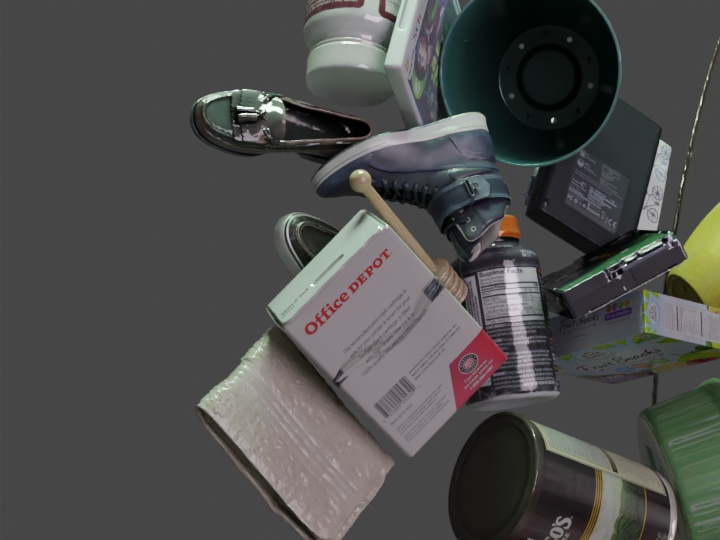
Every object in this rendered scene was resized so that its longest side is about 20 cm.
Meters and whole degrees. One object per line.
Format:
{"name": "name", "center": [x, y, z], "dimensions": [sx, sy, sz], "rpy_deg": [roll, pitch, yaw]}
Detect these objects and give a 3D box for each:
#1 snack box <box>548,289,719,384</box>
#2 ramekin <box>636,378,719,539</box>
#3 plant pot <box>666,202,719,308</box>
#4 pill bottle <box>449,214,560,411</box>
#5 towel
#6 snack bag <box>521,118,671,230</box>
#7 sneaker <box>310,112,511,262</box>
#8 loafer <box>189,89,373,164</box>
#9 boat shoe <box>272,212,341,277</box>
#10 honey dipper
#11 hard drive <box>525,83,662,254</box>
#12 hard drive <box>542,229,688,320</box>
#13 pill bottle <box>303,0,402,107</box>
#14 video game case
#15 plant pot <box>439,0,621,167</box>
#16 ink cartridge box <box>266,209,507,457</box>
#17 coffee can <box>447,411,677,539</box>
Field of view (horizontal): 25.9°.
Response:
{"name": "snack box", "center": [0.294, 0.076, 1.726], "dimensions": [0.141, 0.199, 0.054], "rpy_deg": [14, 69, -31]}
{"name": "ramekin", "center": [0.380, 0.230, 1.746], "dimensions": [0.096, 0.200, 0.203], "rpy_deg": [-16, 84, -1]}
{"name": "plant pot", "center": [0.454, 0.016, 1.885], "dimensions": [0.141, 0.200, 0.202], "rpy_deg": [-28, 93, -11]}
{"name": "pill bottle", "center": [0.151, 0.044, 1.694], "dimensions": [0.105, 0.106, 0.203], "rpy_deg": [1, 76, -35]}
{"name": "towel", "center": [-0.062, 0.168, 1.553], "dimensions": [0.201, 0.034, 0.133], "rpy_deg": [51, 53, -11]}
{"name": "snack bag", "center": [0.291, -0.116, 1.894], "dimensions": [0.199, 0.021, 0.191], "rpy_deg": [30, 61, -25]}
{"name": "sneaker", "center": [0.059, -0.071, 1.635], "dimensions": [0.200, 0.077, 0.148], "rpy_deg": [-16, 74, -7]}
{"name": "loafer", "center": [-0.078, -0.155, 1.617], "dimensions": [0.198, 0.063, 0.073], "rpy_deg": [6, 73, -34]}
{"name": "boat shoe", "center": [0.000, 0.000, 1.626], "dimensions": [0.199, 0.063, 0.071], "rpy_deg": [35, 59, -22]}
{"name": "honey dipper", "center": [0.048, -0.034, 1.599], "dimensions": [0.200, 0.038, 0.038], "rpy_deg": [51, 51, -37]}
{"name": "hard drive", "center": [0.280, -0.119, 1.854], "dimensions": [0.139, 0.033, 0.202], "rpy_deg": [30, 62, -19]}
{"name": "hard drive", "center": [0.267, 0.003, 1.705], "dimensions": [0.139, 0.200, 0.038], "rpy_deg": [-28, 93, -3]}
{"name": "pill bottle", "center": [-0.002, -0.286, 1.679], "dimensions": [0.113, 0.114, 0.203], "rpy_deg": [18, 67, -30]}
{"name": "video game case", "center": [0.076, -0.236, 1.699], "dimensions": [0.201, 0.023, 0.184], "rpy_deg": [65, 36, -58]}
{"name": "plant pot", "center": [0.201, -0.219, 1.750], "dimensions": [0.203, 0.199, 0.161], "rpy_deg": [68, 16, 1]}
{"name": "ink cartridge box", "center": [0.025, 0.062, 1.564], "dimensions": [0.145, 0.084, 0.200], "rpy_deg": [-45, 113, -2]}
{"name": "coffee can", "center": [0.213, 0.248, 1.651], "dimensions": [0.198, 0.146, 0.148], "rpy_deg": [22, 64, -28]}
